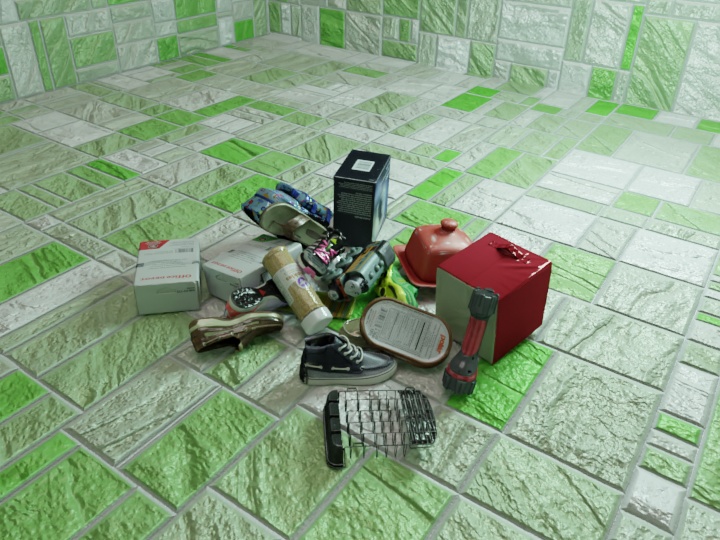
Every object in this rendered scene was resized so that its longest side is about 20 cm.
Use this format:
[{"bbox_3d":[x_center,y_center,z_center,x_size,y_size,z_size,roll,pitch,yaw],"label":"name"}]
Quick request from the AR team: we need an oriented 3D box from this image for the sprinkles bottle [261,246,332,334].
[{"bbox_3d":[-0.141,0.043,1.384,0.068,0.068,0.201,-23,69,-34],"label":"sprinkles bottle"}]

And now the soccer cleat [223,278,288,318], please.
[{"bbox_3d":[-0.218,0.069,1.408,0.199,0.073,0.068,-13,58,-48],"label":"soccer cleat"}]

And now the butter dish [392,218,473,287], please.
[{"bbox_3d":[0.202,-0.057,1.539,0.197,0.149,0.201,4,30,-16],"label":"butter dish"}]

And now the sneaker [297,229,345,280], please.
[{"bbox_3d":[-0.083,-0.046,1.453,0.074,0.087,0.200,45,22,-5],"label":"sneaker"}]

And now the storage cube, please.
[{"bbox_3d":[0.278,0.054,1.346,0.179,0.202,0.170,-30,44,-31],"label":"storage cube"}]

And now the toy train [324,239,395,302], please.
[{"bbox_3d":[0.000,0.000,1.458,0.113,0.086,0.200,-14,22,36],"label":"toy train"}]

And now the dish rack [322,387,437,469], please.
[{"bbox_3d":[0.034,0.273,1.125,0.197,0.055,0.154,-1,34,-6],"label":"dish rack"}]

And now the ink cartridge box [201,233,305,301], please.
[{"bbox_3d":[-0.253,-0.003,1.501,0.145,0.085,0.199,16,35,39],"label":"ink cartridge box"}]

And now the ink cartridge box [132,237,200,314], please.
[{"bbox_3d":[-0.451,0.010,1.488,0.142,0.085,0.201,-5,32,-11],"label":"ink cartridge box"}]

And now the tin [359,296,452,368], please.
[{"bbox_3d":[0.093,0.127,1.292,0.198,0.042,0.113,20,79,6],"label":"tin"}]

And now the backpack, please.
[{"bbox_3d":[-0.195,-0.150,1.610,0.199,0.136,0.182,29,0,-39],"label":"backpack"}]

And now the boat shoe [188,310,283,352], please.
[{"bbox_3d":[-0.256,0.138,1.326,0.200,0.075,0.076,-6,63,-20],"label":"boat shoe"}]

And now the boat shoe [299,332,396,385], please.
[{"bbox_3d":[-0.023,0.170,1.243,0.197,0.094,0.075,-5,33,-9],"label":"boat shoe"}]

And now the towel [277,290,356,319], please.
[{"bbox_3d":[-0.111,0.073,1.464,0.197,0.018,0.086,7,32,9],"label":"towel"}]

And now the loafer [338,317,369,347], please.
[{"bbox_3d":[0.050,0.116,1.354,0.197,0.069,0.076,-4,32,-9],"label":"loafer"}]

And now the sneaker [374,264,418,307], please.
[{"bbox_3d":[0.086,0.050,1.474,0.083,0.074,0.200,30,17,-19],"label":"sneaker"}]

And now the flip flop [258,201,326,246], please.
[{"bbox_3d":[-0.152,-0.100,1.510,0.199,0.082,0.058,26,7,-36],"label":"flip flop"}]

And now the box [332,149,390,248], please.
[{"bbox_3d":[0.005,-0.197,1.721,0.122,0.200,0.201,10,33,10],"label":"box"}]

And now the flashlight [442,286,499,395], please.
[{"bbox_3d":[0.210,0.135,1.201,0.067,0.202,0.068,6,18,-23],"label":"flashlight"}]

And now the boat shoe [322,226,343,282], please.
[{"bbox_3d":[-0.072,-0.045,1.602,0.071,0.069,0.201,0,32,-2],"label":"boat shoe"}]
